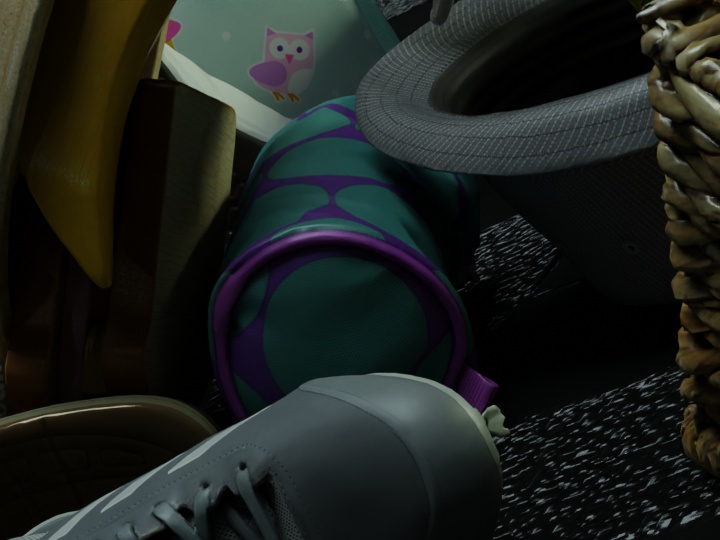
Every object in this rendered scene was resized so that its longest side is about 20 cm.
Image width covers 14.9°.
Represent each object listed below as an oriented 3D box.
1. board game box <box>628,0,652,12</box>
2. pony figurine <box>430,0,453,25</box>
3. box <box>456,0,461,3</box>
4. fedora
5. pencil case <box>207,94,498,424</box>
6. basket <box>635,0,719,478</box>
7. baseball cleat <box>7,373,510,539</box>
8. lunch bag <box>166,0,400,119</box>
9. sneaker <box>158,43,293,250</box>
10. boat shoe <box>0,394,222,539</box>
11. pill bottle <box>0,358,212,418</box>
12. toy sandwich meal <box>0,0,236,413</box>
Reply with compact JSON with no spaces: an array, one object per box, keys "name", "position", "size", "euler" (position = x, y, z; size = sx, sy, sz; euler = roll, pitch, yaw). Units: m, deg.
[{"name":"board game box","position":[0.167,-0.123,0.752],"size":[0.200,0.102,0.048],"euler":[-44,6,-7]},{"name":"pony figurine","position":[0.064,-0.176,0.852],"size":[0.200,0.193,0.166],"euler":[-1,18,43]},{"name":"box","position":[0.106,-0.103,1.067],"size":[0.122,0.106,0.200],"euler":[-27,12,5]},{"name":"fedora","position":[0.102,-0.048,0.881],"size":[0.177,0.090,0.200],"euler":[-37,21,-33]},{"name":"pencil case","position":[0.000,0.000,0.920],"size":[0.085,0.092,0.200],"euler":[-62,4,16]},{"name":"basket","position":[0.184,-0.021,0.655],"size":[0.200,0.149,0.143],"euler":[-32,45,-22]},{"name":"baseball cleat","position":[-0.051,0.086,0.706],"size":[0.106,0.070,0.200],"euler":[-24,-5,-44]},{"name":"lunch bag","position":[-0.074,-0.085,1.167],"size":[0.170,0.200,0.122],"euler":[-30,12,-6]},{"name":"sneaker","position":[-0.071,-0.044,1.080],"size":[0.073,0.200,0.085],"euler":[-58,-7,3]},{"name":"boat shoe","position":[-0.118,0.082,0.883],"size":[0.200,0.072,0.072],"euler":[-29,11,27]},{"name":"pill bottle","position":[-0.158,0.036,0.980],"size":[0.200,0.111,0.111],"euler":[-12,2,-32]},{"name":"toy sandwich meal","position":[-0.071,-0.047,0.884],"size":[0.070,0.206,0.205],"euler":[14,21,7]}]
